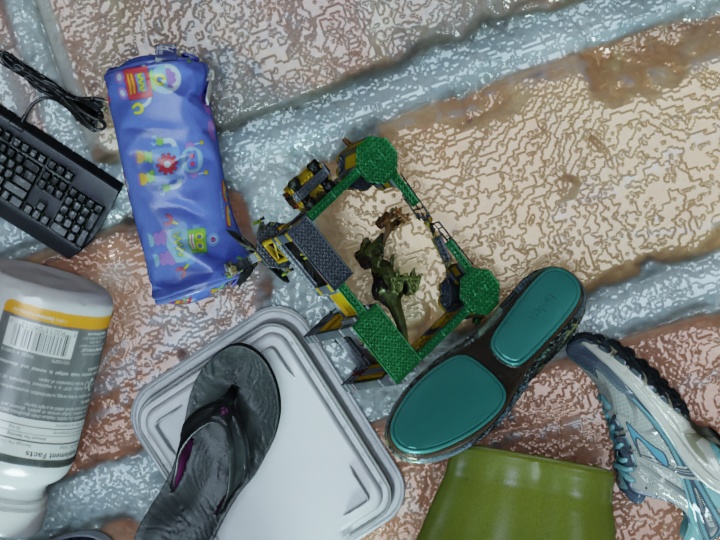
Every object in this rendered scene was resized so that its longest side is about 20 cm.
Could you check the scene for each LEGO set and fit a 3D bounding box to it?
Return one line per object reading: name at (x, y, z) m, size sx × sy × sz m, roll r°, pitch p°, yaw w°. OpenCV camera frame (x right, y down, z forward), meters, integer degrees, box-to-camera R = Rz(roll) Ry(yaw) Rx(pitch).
LEGO set at (0.000, 0.000, 1.479) m, size 0.200 × 0.116 × 0.154 m, roll 44°, pitch 68°, yaw -14°

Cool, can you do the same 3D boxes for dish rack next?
dish rack at (-0.077, 0.150, 1.517) m, size 0.171 × 0.044 × 0.201 m, roll -33°, pitch 93°, yaw 7°

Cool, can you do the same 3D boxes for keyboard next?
keyboard at (-0.280, -0.110, 1.521) m, size 0.199 × 0.021 × 0.128 m, roll 32°, pitch 97°, yaw 0°

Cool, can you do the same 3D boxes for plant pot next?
plant pot at (0.118, 0.237, 1.446) m, size 0.198 × 0.200 × 0.195 m, roll 10°, pitch 85°, yaw 4°

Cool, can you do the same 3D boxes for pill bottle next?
pill bottle at (-0.273, 0.100, 1.493) m, size 0.115 × 0.116 × 0.202 m, roll 16°, pitch 97°, yaw 3°

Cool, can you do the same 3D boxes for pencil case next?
pencil case at (-0.142, -0.076, 1.483) m, size 0.086 × 0.078 × 0.202 m, roll -11°, pitch 95°, yaw 4°

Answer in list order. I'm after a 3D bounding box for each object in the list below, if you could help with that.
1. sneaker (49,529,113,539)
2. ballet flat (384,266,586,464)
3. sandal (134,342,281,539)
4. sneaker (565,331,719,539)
sneaker at (-0.295, 0.269, 1.514) m, size 0.198 × 0.109 × 0.071 m, roll -24°, pitch 93°, yaw 7°
ballet flat at (0.099, 0.081, 1.448) m, size 0.200 × 0.074 × 0.074 m, roll -40°, pitch 91°, yaw -13°
sandal at (-0.118, 0.156, 1.475) m, size 0.075 × 0.048 × 0.202 m, roll 22°, pitch 98°, yaw 2°
sneaker at (0.223, 0.135, 1.474) m, size 0.086 × 0.078 × 0.200 m, roll -44°, pitch 90°, yaw 11°
